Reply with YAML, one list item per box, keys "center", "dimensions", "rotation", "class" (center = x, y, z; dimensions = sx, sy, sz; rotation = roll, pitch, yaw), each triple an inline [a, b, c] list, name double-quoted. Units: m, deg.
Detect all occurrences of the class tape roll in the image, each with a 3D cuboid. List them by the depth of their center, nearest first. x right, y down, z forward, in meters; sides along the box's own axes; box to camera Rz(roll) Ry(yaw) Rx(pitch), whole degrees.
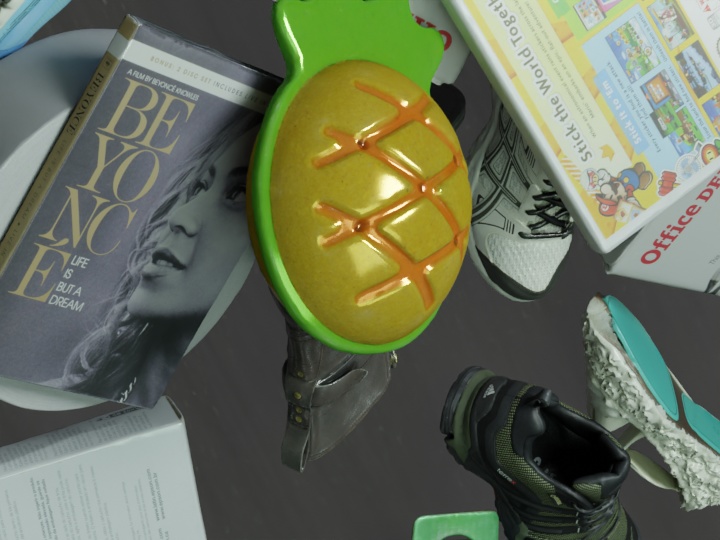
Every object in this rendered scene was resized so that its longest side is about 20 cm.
- center: [-0.148, -0.026, 1.130]
  dimensions: [0.199, 0.066, 0.201]
  rotation: [-26, 136, -28]
  class: "tape roll"

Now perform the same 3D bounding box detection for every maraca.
- center: [0.000, -0.057, 1.090]
  dimensions: [0.136, 0.107, 0.202]
  rotation: [7, 79, -42]
  class: "maraca"

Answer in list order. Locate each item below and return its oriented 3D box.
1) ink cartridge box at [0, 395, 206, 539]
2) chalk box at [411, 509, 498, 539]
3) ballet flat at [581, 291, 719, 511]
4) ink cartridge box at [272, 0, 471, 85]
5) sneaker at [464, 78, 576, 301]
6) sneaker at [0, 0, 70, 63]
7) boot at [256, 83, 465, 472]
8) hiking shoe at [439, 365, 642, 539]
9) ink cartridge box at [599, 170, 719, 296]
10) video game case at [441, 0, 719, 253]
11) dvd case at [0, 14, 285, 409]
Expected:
- center: [-0.186, 0.193, 1.258]
  dimensions: [0.199, 0.041, 0.201]
  rotation: [-17, 118, -17]
  class: "ink cartridge box"
- center: [0.051, 0.251, 1.345]
  dimensions: [0.124, 0.124, 0.202]
  rotation: [-1, 112, -25]
  class: "chalk box"
- center: [0.188, 0.097, 1.378]
  dimensions: [0.072, 0.072, 0.200]
  rotation: [-44, 123, -1]
  class: "ballet flat"
- center: [0.027, -0.225, 1.145]
  dimensions: [0.146, 0.083, 0.201]
  rotation: [24, 100, -31]
  class: "ink cartridge box"
- center: [0.110, -0.065, 1.254]
  dimensions: [0.075, 0.088, 0.202]
  rotation: [-9, 117, -23]
  class: "sneaker"
- center: [-0.130, -0.172, 1.102]
  dimensions: [0.200, 0.078, 0.090]
  rotation: [-44, 130, 2]
  class: "sneaker"
- center: [0.000, 0.000, 1.240]
  dimensions: [0.200, 0.069, 0.175]
  rotation: [-50, 149, -32]
  class: "boot"
- center: [0.134, 0.142, 1.340]
  dimensions: [0.200, 0.100, 0.076]
  rotation: [47, 65, -33]
  class: "hiking shoe"
- center: [0.256, -0.057, 1.298]
  dimensions: [0.199, 0.084, 0.145]
  rotation: [11, 134, -29]
  class: "ink cartridge box"
- center: [0.151, -0.142, 1.149]
  dimensions: [0.181, 0.023, 0.201]
  rotation: [-36, 107, -9]
  class: "video game case"
- center: [-0.114, -0.024, 1.099]
  dimensions: [0.148, 0.016, 0.201]
  rotation: [18, 107, -49]
  class: "dvd case"
